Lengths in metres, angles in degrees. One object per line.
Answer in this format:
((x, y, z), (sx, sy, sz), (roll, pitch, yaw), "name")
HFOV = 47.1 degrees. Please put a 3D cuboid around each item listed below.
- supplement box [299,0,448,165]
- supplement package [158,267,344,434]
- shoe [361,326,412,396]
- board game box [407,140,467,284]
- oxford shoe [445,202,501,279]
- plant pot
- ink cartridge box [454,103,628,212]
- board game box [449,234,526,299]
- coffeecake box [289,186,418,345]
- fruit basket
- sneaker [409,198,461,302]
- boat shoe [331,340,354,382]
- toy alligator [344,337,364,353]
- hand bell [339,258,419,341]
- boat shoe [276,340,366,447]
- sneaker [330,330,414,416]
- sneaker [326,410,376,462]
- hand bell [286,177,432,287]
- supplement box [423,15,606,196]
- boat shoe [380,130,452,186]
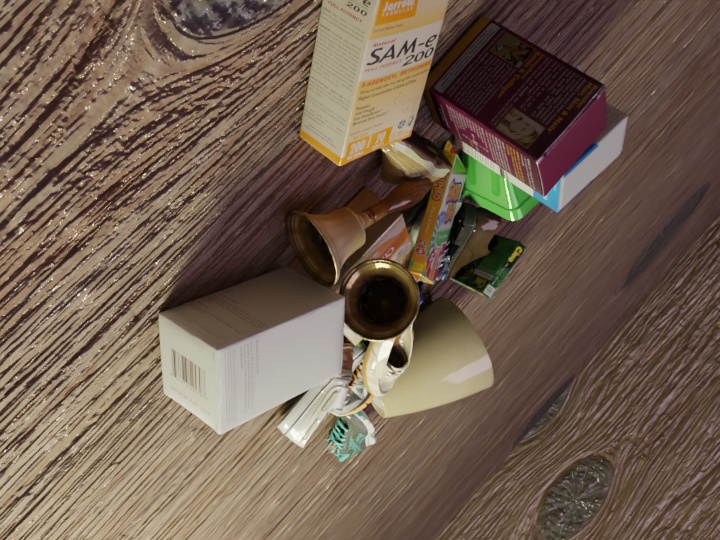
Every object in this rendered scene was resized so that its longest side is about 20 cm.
((0.015, -0.228, 0.898), (0.126, 0.073, 0.200), (-29, 147, -38), "supplement box")
((-0.129, 0.091, 1.009), (0.200, 0.117, 0.118), (-21, 124, -41), "supplement package")
((0.048, 0.132, 1.328), (0.070, 0.053, 0.201), (-21, 133, -36), "shoe")
((0.118, -0.084, 1.222), (0.096, 0.030, 0.201), (29, 75, -71), "board game box")
((0.181, -0.036, 1.373), (0.200, 0.084, 0.073), (116, -20, -62), "oxford shoe")
((0.106, 0.177, 1.491), (0.200, 0.187, 0.188), (-28, 149, -15), "plant pot")
((0.250, -0.199, 1.172), (0.146, 0.200, 0.084), (-42, 151, -17), "ink cartridge box")
((0.208, -0.015, 1.406), (0.105, 0.023, 0.200), (-52, -165, 0), "board game box")
((0.000, 0.000, 1.179), (0.154, 0.073, 0.200), (-47, 155, -10), "coffeecake box")
((0.260, -0.158, 1.325), (0.215, 0.155, 0.216), (-22, 128, -32), "fruit basket")
((0.115, -0.027, 1.313), (0.077, 0.085, 0.200), (0, 125, -58), "sneaker")
((-0.080, 0.111, 1.204), (0.200, 0.076, 0.072), (25, 77, -51), "boat shoe")
((-0.041, 0.125, 1.300), (0.200, 0.054, 0.059), (-47, 154, -6), "toy alligator")
((0.043, 0.048, 1.137), (0.104, 0.104, 0.200), (-51, 166, 2), "hand bell")
((-0.050, 0.203, 1.352), (0.200, 0.066, 0.072), (-48, 180, -4), "boat shoe")
((0.004, 0.158, 1.408), (0.200, 0.078, 0.077), (-54, 142, -2), "sneaker")
((-0.025, 0.308, 1.553), (0.091, 0.078, 0.200), (-38, 151, -15), "sneaker")
((0.016, -0.070, 1.054), (0.200, 0.104, 0.104), (-30, 148, -26), "hand bell")
((0.198, -0.214, 1.068), (0.131, 0.200, 0.103), (-47, 154, -4), "supplement box")
((0.058, -0.142, 1.097), (0.076, 0.072, 0.200), (-41, 156, 16), "boat shoe")
